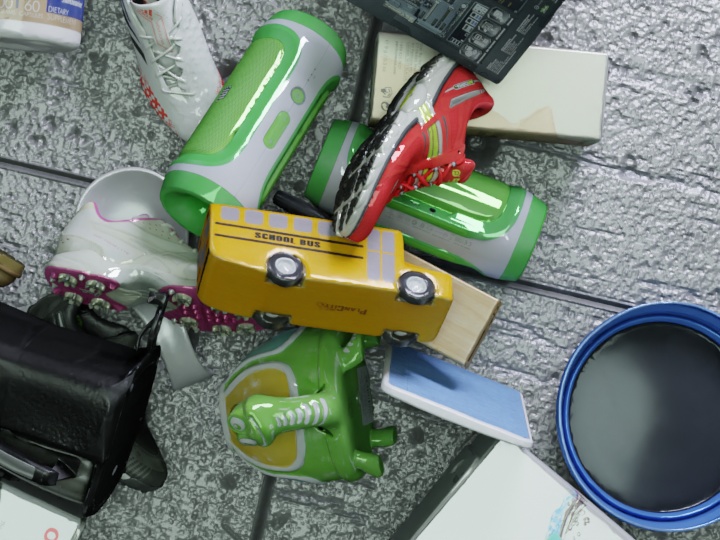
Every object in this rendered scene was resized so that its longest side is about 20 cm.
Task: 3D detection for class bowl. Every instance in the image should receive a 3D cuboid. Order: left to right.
[{"bbox_3d":[0.267,0.128,1.731,0.200,0.039,0.201,1,84,-7],"label":"bowl"}]

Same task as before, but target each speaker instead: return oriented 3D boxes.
[{"bbox_3d":[-0.089,-0.123,1.673,0.088,0.088,0.200,30,65,-1],"label":"speaker"},{"bbox_3d":[0.056,-0.060,1.714,0.200,0.088,0.089,22,89,-1],"label":"speaker"}]

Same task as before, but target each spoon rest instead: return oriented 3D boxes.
[{"bbox_3d":[-0.181,0.007,1.719,0.099,0.061,0.200,-22,91,-2],"label":"spoon rest"}]

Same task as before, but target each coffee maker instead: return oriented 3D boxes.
[{"bbox_3d":[-0.276,0.080,1.626,0.200,0.135,0.192,20,84,4],"label":"coffee maker"}]

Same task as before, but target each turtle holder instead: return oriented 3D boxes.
[{"bbox_3d":[-0.049,0.123,1.664,0.132,0.186,0.141,-7,119,11],"label":"turtle holder"}]

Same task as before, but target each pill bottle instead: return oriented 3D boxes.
[{"bbox_3d":[-0.287,-0.292,1.693,0.111,0.111,0.200,5,90,-2],"label":"pill bottle"}]

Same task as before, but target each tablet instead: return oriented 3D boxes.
[{"bbox_3d":[0.079,0.103,1.656,0.130,0.200,0.014,22,99,-1],"label":"tablet"}]

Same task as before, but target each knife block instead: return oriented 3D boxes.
[{"bbox_3d":[0.000,0.000,1.672,0.175,0.200,0.064,28,89,-31],"label":"knife block"}]

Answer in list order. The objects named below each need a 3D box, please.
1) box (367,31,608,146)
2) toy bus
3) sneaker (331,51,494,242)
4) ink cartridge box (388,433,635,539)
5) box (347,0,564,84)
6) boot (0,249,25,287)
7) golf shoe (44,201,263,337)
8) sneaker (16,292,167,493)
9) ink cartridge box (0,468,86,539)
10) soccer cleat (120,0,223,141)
[{"bbox_3d":[0.109,-0.156,1.713,0.200,0.095,0.078,5,90,0],"label":"box"},{"bbox_3d":[-0.029,0.004,1.591,0.200,0.065,0.078,8,48,-11],"label":"toy bus"},{"bbox_3d":[0.050,-0.093,1.601,0.085,0.077,0.200,39,60,-8],"label":"sneaker"},{"bbox_3d":[0.144,0.249,1.683,0.200,0.147,0.146,41,89,0],"label":"ink cartridge box"},{"bbox_3d":[0.098,-0.262,1.568,0.158,0.051,0.200,27,129,-14],"label":"box"},{"bbox_3d":[-0.403,0.050,1.714,0.175,0.066,0.200,21,89,9],"label":"boot"},{"bbox_3d":[-0.160,-0.004,1.664,0.200,0.075,0.092,14,60,-4],"label":"golf shoe"},{"bbox_3d":[-0.217,0.097,1.704,0.090,0.066,0.200,-35,89,21],"label":"sneaker"},{"bbox_3d":[-0.352,0.234,1.700,0.200,0.083,0.145,25,89,-2],"label":"ink cartridge box"},{"bbox_3d":[-0.169,-0.203,1.708,0.069,0.085,0.200,-19,90,-2],"label":"soccer cleat"}]
